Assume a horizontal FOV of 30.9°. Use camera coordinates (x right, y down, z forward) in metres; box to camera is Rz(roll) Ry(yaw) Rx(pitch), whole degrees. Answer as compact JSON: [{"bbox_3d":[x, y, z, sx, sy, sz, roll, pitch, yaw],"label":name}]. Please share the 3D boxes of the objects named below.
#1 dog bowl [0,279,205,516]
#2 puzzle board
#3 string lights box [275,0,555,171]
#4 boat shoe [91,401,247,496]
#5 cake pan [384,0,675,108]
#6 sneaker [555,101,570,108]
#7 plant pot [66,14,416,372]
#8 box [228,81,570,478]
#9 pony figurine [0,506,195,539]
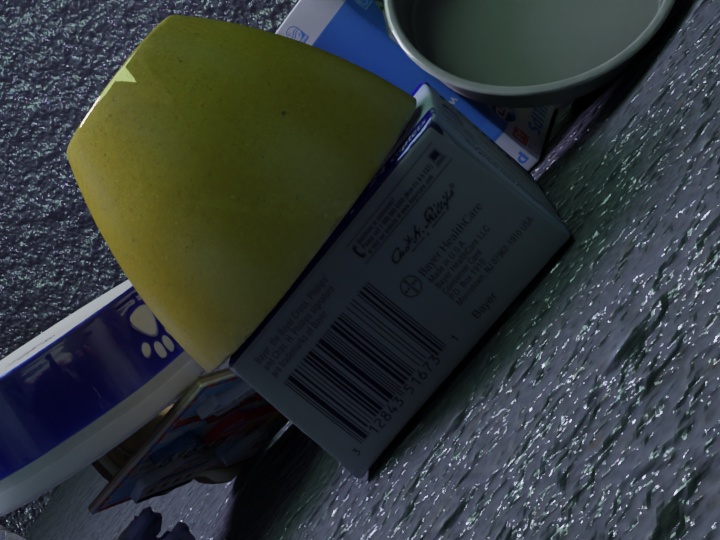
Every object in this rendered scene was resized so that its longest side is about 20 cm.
[{"bbox_3d":[-0.207,0.085,0.911,0.199,0.079,0.200,-32,8,5],"label":"dog bowl"},{"bbox_3d":[-0.090,0.111,0.957,0.151,0.017,0.199,-49,-20,29],"label":"puzzle board"},{"bbox_3d":[0.044,-0.145,0.951,0.059,0.200,0.103,-47,9,33],"label":"string lights box"},{"bbox_3d":[-0.139,0.127,1.036,0.076,0.072,0.200,-44,-18,15],"label":"boat shoe"},{"bbox_3d":[0.116,-0.190,0.879,0.201,0.199,0.037,-54,-28,-17],"label":"cake pan"},{"bbox_3d":[0.147,-0.205,0.951,0.078,0.112,0.200,-44,11,45],"label":"sneaker"},{"bbox_3d":[-0.083,-0.064,0.754,0.200,0.142,0.200,-51,8,10],"label":"plant pot"},{"bbox_3d":[0.021,-0.005,0.797,0.184,0.105,0.200,-50,7,11],"label":"box"},{"bbox_3d":[-0.197,0.239,0.882,0.200,0.167,0.193,-29,-13,-49],"label":"pony figurine"}]
